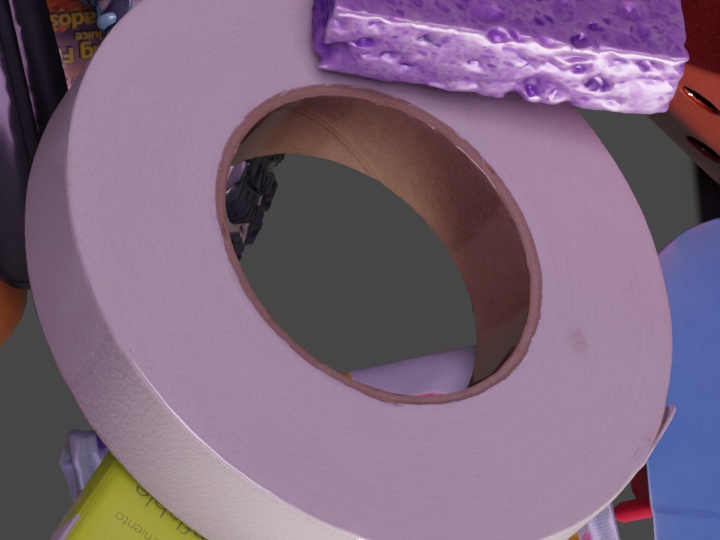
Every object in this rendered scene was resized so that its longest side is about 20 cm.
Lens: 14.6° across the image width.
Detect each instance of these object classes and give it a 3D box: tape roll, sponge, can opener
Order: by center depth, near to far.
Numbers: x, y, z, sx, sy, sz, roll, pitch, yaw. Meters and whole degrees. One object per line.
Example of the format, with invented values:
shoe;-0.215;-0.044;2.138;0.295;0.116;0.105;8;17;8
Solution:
tape roll;0.000;0.000;0.827;0.202;0.037;0.204;16;53;-23
can opener;-0.117;-0.093;0.880;0.078;0.063;0.201;-7;89;26
sponge;0.040;-0.138;0.890;0.111;0.030;0.201;8;51;-12

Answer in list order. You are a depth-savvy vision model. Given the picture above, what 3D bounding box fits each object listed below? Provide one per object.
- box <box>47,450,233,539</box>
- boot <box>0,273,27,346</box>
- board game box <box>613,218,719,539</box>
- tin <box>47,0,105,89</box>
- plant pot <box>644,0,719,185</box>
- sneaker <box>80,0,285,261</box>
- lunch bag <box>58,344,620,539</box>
box;-0.056;0.137;0.764;0.122;0.048;0.200;37;52;-4
boot;-0.152;0.066;0.830;0.199;0.077;0.155;-22;42;-33
board game box;0.127;0.085;0.933;0.158;0.039;0.201;10;71;-49
tin;-0.095;-0.091;0.971;0.199;0.042;0.113;-6;76;-12
plant pot;0.185;-0.100;0.921;0.200;0.200;0.176;40;84;-31
sneaker;-0.061;-0.089;0.931;0.086;0.078;0.201;7;71;3
lunch bag;0.005;0.133;0.901;0.169;0.127;0.201;-11;87;-9
